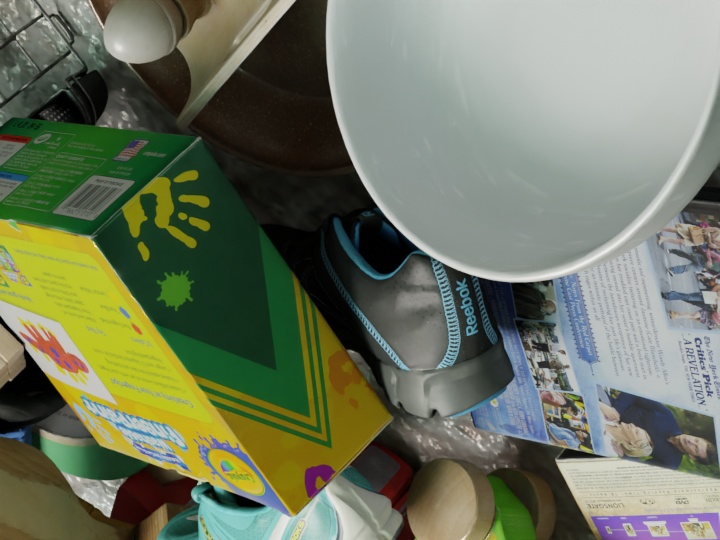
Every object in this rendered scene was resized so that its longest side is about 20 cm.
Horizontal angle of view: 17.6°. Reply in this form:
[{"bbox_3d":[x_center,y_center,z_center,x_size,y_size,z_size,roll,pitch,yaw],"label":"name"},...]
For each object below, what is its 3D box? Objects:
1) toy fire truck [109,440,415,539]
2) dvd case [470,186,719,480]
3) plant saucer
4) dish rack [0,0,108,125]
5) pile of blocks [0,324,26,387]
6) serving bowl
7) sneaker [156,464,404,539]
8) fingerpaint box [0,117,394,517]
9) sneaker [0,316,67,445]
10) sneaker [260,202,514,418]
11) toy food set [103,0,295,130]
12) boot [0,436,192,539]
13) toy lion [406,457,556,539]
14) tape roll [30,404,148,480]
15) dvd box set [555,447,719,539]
[{"bbox_3d":[-0.050,0.131,1.292,0.141,0.049,0.200,44,143,1],"label":"toy fire truck"},{"bbox_3d":[0.111,0.022,1.043,0.200,0.018,0.143,9,123,45],"label":"dvd case"},{"bbox_3d":[-0.047,-0.135,1.056,0.200,0.037,0.201,24,137,24],"label":"plant saucer"},{"bbox_3d":[-0.234,-0.119,1.190,0.153,0.055,0.200,-33,99,28],"label":"dish rack"},{"bbox_3d":[-0.252,0.000,1.158,0.200,0.062,0.082,49,166,-18],"label":"pile of blocks"},{"bbox_3d":[0.079,-0.096,0.912,0.200,0.066,0.201,0,90,43],"label":"serving bowl"},{"bbox_3d":[-0.051,0.120,1.170,0.080,0.078,0.200,49,149,-12],"label":"sneaker"},{"bbox_3d":[-0.099,0.016,1.089,0.200,0.073,0.167,10,139,58],"label":"fingerpaint box"},{"bbox_3d":[-0.204,0.081,1.285,0.111,0.077,0.200,21,131,40],"label":"sneaker"},{"bbox_3d":[0.000,0.000,1.096,0.200,0.073,0.082,21,129,49],"label":"sneaker"},{"bbox_3d":[-0.114,-0.168,1.008,0.200,0.060,0.143,45,143,-2],"label":"toy food set"},{"bbox_3d":[-0.189,0.161,1.286,0.201,0.071,0.144,18,142,-28],"label":"boot"},{"bbox_3d":[0.047,0.205,1.140,0.200,0.069,0.192,49,115,37],"label":"toy lion"},{"bbox_3d":[-0.178,0.027,1.314,0.200,0.048,0.201,24,137,24],"label":"tape roll"},{"bbox_3d":[0.195,0.159,1.109,0.146,0.029,0.200,-9,117,46],"label":"dvd box set"}]
